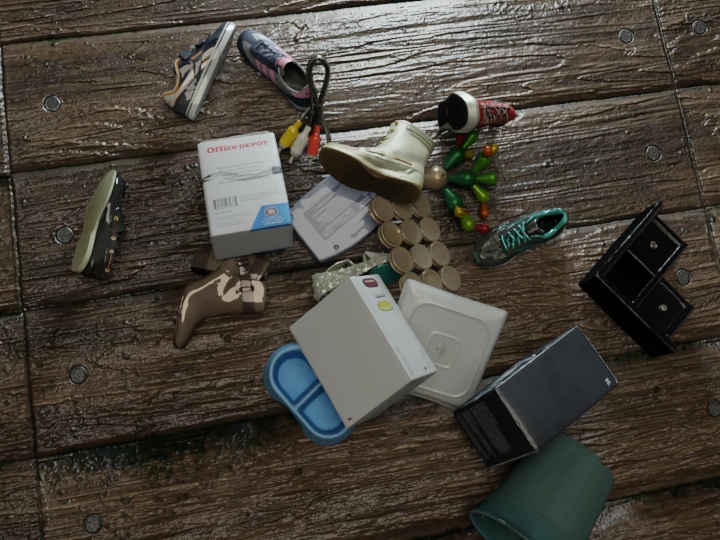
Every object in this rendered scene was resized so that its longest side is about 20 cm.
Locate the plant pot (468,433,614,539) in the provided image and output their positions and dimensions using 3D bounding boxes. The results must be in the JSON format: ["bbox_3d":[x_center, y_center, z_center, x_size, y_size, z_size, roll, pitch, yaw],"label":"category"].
[{"bbox_3d":[0.319,0.396,1.389,0.200,0.200,0.197,41,69,4],"label":"plant pot"}]

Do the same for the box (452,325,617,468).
[{"bbox_3d":[0.292,0.219,1.392,0.198,0.197,0.125,-32,82,-24],"label":"box"}]

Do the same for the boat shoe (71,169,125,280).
[{"bbox_3d":[-0.458,-0.081,1.467,0.063,0.073,0.205,25,62,-37],"label":"boat shoe"}]

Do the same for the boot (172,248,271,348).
[{"bbox_3d":[-0.241,0.051,1.457,0.143,0.070,0.204,13,78,-5],"label":"boot"}]

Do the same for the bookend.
[{"bbox_3d":[0.551,0.019,1.532,0.200,0.092,0.199,45,77,3],"label":"bookend"}]

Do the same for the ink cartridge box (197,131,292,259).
[{"bbox_3d":[-0.206,-0.136,1.464,0.142,0.085,0.203,-9,62,-8],"label":"ink cartridge box"}]

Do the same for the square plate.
[{"bbox_3d":[0.140,0.139,1.446,0.195,0.028,0.203,17,102,-9],"label":"square plate"}]

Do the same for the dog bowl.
[{"bbox_3d":[-0.087,0.216,1.448,0.111,0.050,0.200,-42,86,-12],"label":"dog bowl"}]

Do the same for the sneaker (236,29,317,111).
[{"bbox_3d":[-0.155,-0.394,1.549,0.199,0.082,0.070,42,77,4],"label":"sneaker"}]

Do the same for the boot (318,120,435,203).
[{"bbox_3d":[0.033,-0.218,1.506,0.197,0.073,0.156,20,51,1],"label":"boot"}]

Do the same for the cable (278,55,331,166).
[{"bbox_3d":[-0.083,-0.286,1.506,0.096,0.051,0.202,18,121,-11],"label":"cable"}]

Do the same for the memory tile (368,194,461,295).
[{"bbox_3d":[0.099,-0.046,1.498,0.152,0.017,0.203,-10,74,-41],"label":"memory tile"}]

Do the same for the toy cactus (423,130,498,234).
[{"bbox_3d":[0.178,-0.170,1.541,0.162,0.102,0.204,2,86,5],"label":"toy cactus"}]

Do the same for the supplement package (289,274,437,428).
[{"bbox_3d":[0.004,0.134,1.397,0.155,0.110,0.202,-39,75,25],"label":"supplement package"}]

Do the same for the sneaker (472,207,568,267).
[{"bbox_3d":[0.301,-0.070,1.525,0.197,0.091,0.079,-25,81,-10],"label":"sneaker"}]

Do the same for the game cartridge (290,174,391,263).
[{"bbox_3d":[-0.032,-0.112,1.529,0.199,0.041,0.134,-39,81,-12],"label":"game cartridge"}]

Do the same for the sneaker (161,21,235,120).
[{"bbox_3d":[-0.303,-0.388,1.535,0.078,0.078,0.203,25,78,-6],"label":"sneaker"}]

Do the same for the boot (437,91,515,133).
[{"bbox_3d":[0.231,-0.292,1.512,0.141,0.200,0.074,-2,100,-7],"label":"boot"}]

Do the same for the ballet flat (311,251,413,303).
[{"bbox_3d":[0.000,0.000,1.491,0.197,0.072,0.073,-19,81,-16],"label":"ballet flat"}]
